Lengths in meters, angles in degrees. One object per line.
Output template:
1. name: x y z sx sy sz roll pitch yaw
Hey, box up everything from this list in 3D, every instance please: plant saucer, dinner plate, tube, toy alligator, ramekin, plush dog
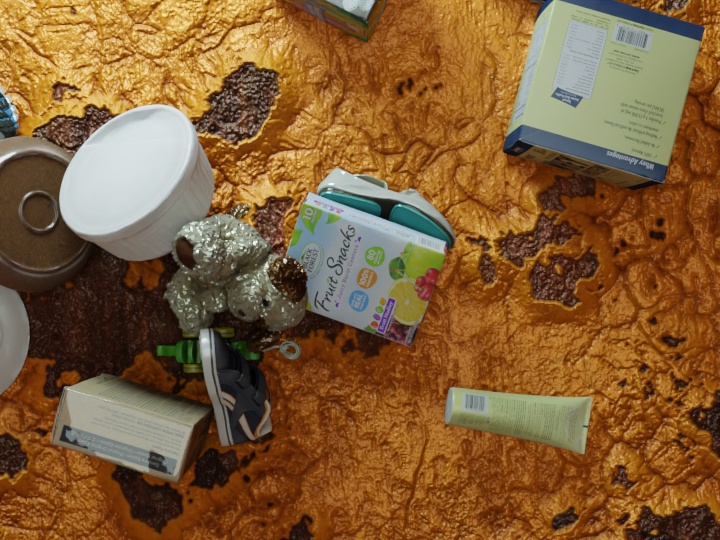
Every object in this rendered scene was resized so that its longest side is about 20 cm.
1. plant saucer: -0.420 -0.074 1.311 0.198 0.034 0.204 6 81 -41
2. dinner plate: -0.549 0.087 1.377 0.196 0.024 0.204 0 91 -1
3. tube: 0.214 0.198 1.375 0.196 0.052 0.059 8 132 -4
4. toy alligator: -0.178 0.108 1.364 0.196 0.054 0.060 0 91 0
5. ramekin: -0.277 -0.105 1.303 0.199 0.094 0.205 -14 54 19
6. plush dog: -0.141 0.011 1.299 0.171 0.201 0.161 38 54 8

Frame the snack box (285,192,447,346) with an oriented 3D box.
1. snack box: 0.000 0.000 1.344 0.197 0.053 0.144 20 111 0

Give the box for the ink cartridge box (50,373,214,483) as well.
1. ink cartridge box: -0.282 0.195 1.291 0.162 0.200 0.076 16 90 0

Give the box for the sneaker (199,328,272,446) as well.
1. sneaker: -0.160 0.146 1.319 0.078 0.079 0.202 -9 135 -4

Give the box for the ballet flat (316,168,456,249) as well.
1. ballet flat: 0.040 -0.090 1.362 0.197 0.069 0.070 19 90 0

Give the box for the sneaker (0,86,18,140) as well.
1. sneaker: -0.545 -0.237 1.360 0.200 0.075 0.087 45 108 0

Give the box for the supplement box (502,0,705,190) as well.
1. supplement box: 0.311 -0.231 1.325 0.197 0.134 0.203 16 90 -1

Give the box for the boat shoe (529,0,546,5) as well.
1. boat shoe: 0.240 -0.401 1.356 0.196 0.068 0.075 16 91 -1

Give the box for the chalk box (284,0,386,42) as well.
1. chalk box: -0.052 -0.407 1.328 0.198 0.124 0.126 28 91 0
